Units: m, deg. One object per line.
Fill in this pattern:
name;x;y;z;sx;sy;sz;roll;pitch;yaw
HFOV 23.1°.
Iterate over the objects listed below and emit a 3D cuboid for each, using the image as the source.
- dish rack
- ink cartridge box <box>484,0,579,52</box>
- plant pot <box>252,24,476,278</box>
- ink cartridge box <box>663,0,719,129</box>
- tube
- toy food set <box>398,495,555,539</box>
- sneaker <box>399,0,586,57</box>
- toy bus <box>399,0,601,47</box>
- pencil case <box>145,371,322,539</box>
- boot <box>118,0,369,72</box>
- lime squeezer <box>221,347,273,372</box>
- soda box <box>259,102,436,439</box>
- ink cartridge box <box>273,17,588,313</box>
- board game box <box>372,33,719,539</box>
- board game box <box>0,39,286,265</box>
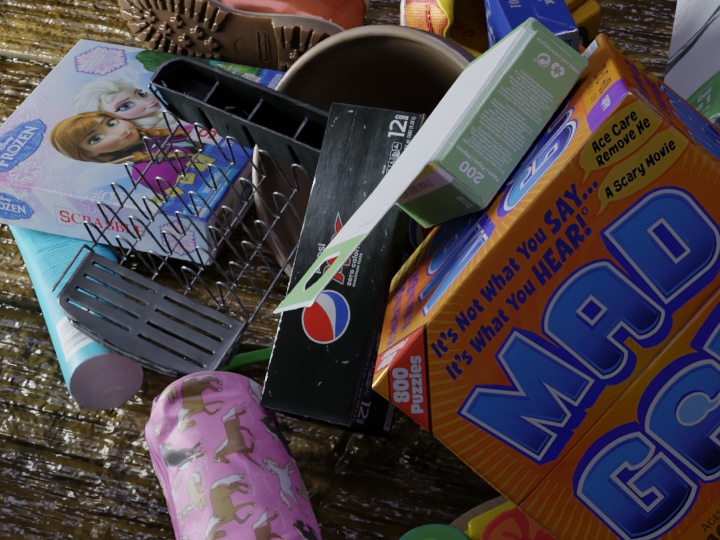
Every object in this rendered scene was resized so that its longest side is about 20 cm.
dish rack;-0.110;-0.032;1.165;0.153;0.055;0.201;23;69;24
ink cartridge box;0.121;-0.111;1.200;0.044;0.201;0.094;-13;47;-3
plant pot;0.032;-0.067;1.216;0.200;0.202;0.093;21;14;24
ink cartridge box;0.291;-0.121;1.229;0.145;0.084;0.201;27;49;-13
tube;-0.197;0.013;1.235;0.077;0.051;0.200;-10;41;-13
toy food set;0.116;0.204;1.014;0.197;0.049;0.200;-24;49;-14
sneaker;0.118;-0.152;1.271;0.077;0.199;0.073;12;84;56
toy bus;0.093;-0.175;1.346;0.199;0.079;0.065;-33;52;-22
pencil case;-0.074;0.154;1.064;0.083;0.086;0.201;-38;45;18
boot;-0.090;-0.210;1.413;0.199;0.075;0.108;14;47;8
lime squeezer;-0.008;0.016;1.171;0.200;0.038;0.071;-48;59;12
soda box;0.000;0.000;1.112;0.070;0.063;0.201;10;82;27
ink cartridge box;0.037;-0.044;1.003;0.048;0.145;0.200;37;81;-6
board game box;0.149;0.022;0.968;0.200;0.200;0.200;39;15;-7
board game box;-0.163;-0.094;1.309;0.198;0.041;0.200;10;40;16
